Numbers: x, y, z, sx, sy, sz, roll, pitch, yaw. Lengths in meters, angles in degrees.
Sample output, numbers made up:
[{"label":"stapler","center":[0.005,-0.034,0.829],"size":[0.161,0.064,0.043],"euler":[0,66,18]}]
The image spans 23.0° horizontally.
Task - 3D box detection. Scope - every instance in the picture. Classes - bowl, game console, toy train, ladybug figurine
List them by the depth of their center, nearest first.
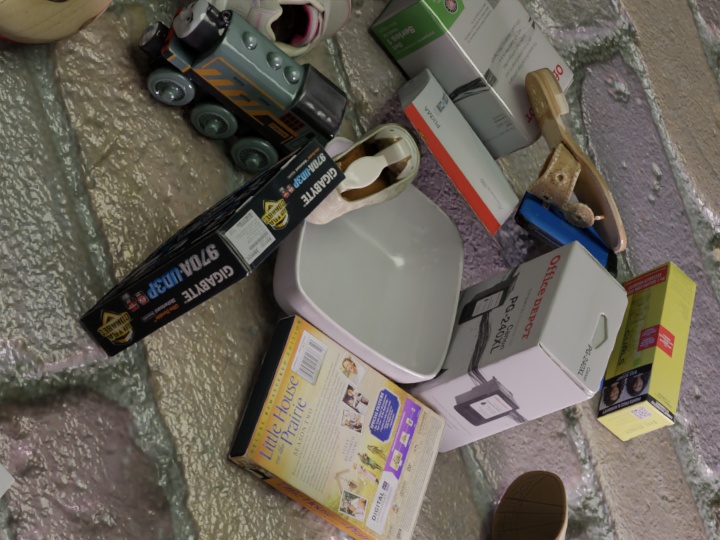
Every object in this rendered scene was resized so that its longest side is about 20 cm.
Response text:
[{"label":"ladybug figurine","center":[-0.283,-0.261,1.516],"size":[0.136,0.072,0.200],"euler":[60,41,-14]},{"label":"toy train","center":[-0.106,-0.171,1.623],"size":[0.200,0.114,0.086],"euler":[38,47,-26]},{"label":"bowl","center":[0.000,0.000,1.677],"size":[0.199,0.074,0.201],"euler":[35,48,-28]},{"label":"game console","center":[0.215,0.013,1.861],"size":[0.170,0.119,0.200],"euler":[34,14,1]}]

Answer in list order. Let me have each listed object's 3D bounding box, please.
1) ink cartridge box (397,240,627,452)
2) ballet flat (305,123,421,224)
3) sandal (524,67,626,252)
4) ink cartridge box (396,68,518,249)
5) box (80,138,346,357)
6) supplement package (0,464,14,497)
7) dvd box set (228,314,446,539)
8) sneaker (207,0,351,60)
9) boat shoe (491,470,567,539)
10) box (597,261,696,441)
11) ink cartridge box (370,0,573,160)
[{"label":"ink cartridge box","center":[0.142,0.073,1.690],"size":[0.083,0.200,0.146],"euler":[45,45,-20]},{"label":"ballet flat","center":[0.014,-0.093,1.636],"size":[0.200,0.062,0.068],"euler":[-37,98,-48]},{"label":"sandal","center":[0.199,-0.104,1.833],"size":[0.069,0.078,0.213],"euler":[-19,77,-13]},{"label":"ink cartridge box","center":[0.103,-0.116,1.783],"size":[0.160,0.047,0.200],"euler":[54,6,-13]},{"label":"box","center":[-0.124,-0.018,1.466],"size":[0.046,0.200,0.159],"euler":[52,42,-9]},{"label":"supplement package","center":[-0.362,0.156,1.137],"size":[0.152,0.200,0.151],"euler":[50,44,-16]},{"label":"dvd box set","center":[-0.017,0.153,1.603],"size":[0.200,0.029,0.147],"euler":[36,58,-29]},{"label":"sneaker","center":[-0.065,-0.238,1.692],"size":[0.200,0.088,0.082],"euler":[-18,128,-52]},{"label":"boat shoe","center":[0.164,0.288,1.717],"size":[0.065,0.072,0.201],"euler":[75,19,-48]},{"label":"box","center":[0.318,0.088,1.958],"size":[0.050,0.075,0.201],"euler":[40,48,-24]},{"label":"ink cartridge box","center":[0.124,-0.235,1.910],"size":[0.200,0.084,0.146],"euler":[51,44,-16]}]
